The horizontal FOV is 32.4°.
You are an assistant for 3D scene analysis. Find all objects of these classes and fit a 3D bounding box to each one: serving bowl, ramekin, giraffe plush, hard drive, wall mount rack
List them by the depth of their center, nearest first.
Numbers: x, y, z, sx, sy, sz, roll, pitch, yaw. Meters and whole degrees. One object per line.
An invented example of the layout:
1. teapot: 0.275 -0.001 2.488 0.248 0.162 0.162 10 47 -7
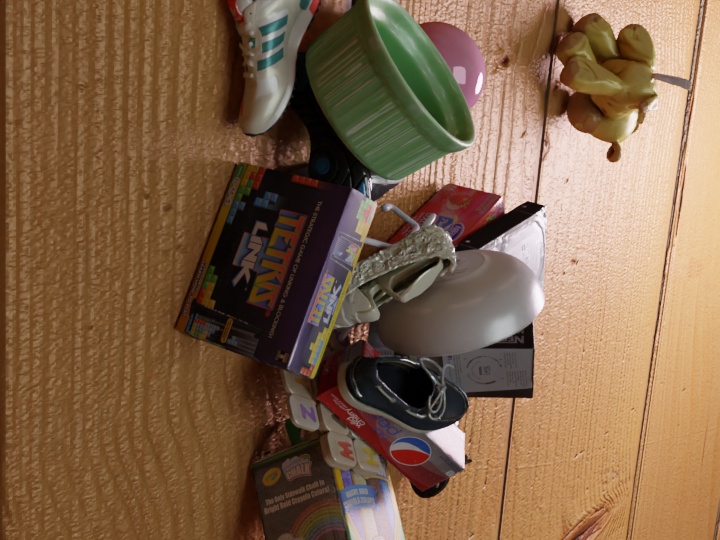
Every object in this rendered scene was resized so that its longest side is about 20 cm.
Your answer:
1. ramekin: 0.029 -0.195 1.345 0.200 0.098 0.200 46 25 -28
2. serving bowl: 0.110 0.024 1.439 0.200 0.200 0.066 -34 117 -42
3. wall mount rack: 0.000 0.000 1.450 0.200 0.074 0.174 -54 178 22
4. hard drive: 0.181 0.006 1.635 0.200 0.038 0.140 -29 127 -45
5. giraffe plush: 0.378 -0.265 1.879 0.173 0.200 0.162 -52 167 -32

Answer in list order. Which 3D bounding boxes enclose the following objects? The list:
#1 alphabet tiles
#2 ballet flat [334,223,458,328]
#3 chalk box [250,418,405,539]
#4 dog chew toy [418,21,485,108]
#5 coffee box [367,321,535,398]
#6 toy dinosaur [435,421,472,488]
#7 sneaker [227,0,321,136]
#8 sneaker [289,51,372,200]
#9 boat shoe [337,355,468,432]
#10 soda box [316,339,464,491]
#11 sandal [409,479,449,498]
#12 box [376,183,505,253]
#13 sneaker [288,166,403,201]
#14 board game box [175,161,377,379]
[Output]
1. alphabet tiles: -0.028 0.146 1.480 0.195 0.015 0.201 26 41 -49
2. ballet flat: 0.021 0.017 1.378 0.200 0.072 0.072 -31 133 -4
3. chalk box: -0.041 0.269 1.494 0.124 0.124 0.201 16 57 -54
4. dog chew toy: 0.062 -0.205 1.500 0.200 0.124 0.125 -51 138 -17
5. coffee box: 0.111 0.092 1.514 0.115 0.199 0.080 -80 168 -55
6. toy dinosaur: 0.088 0.178 1.600 0.136 0.086 0.200 -91 157 -60
7. sneaker: -0.109 -0.246 1.312 0.093 0.070 0.201 19 91 -33
8. sneaker: -0.023 -0.149 1.387 0.082 0.073 0.201 -4 75 -62
9. boat shoe: 0.062 0.134 1.400 0.200 0.062 0.075 25 56 -40
10. soda box: 0.039 0.173 1.471 0.200 0.070 0.064 45 30 -26
11. sandal: 0.111 0.225 1.748 0.048 0.075 0.201 -7 107 -48
12. box: 0.106 -0.015 1.639 0.200 0.095 0.100 -44 135 -34
13. sneaker: -0.024 -0.075 1.477 0.200 0.071 0.100 -18 124 -49
14. board game box: -0.092 -0.003 1.325 0.057 0.165 0.201 28 79 -53
